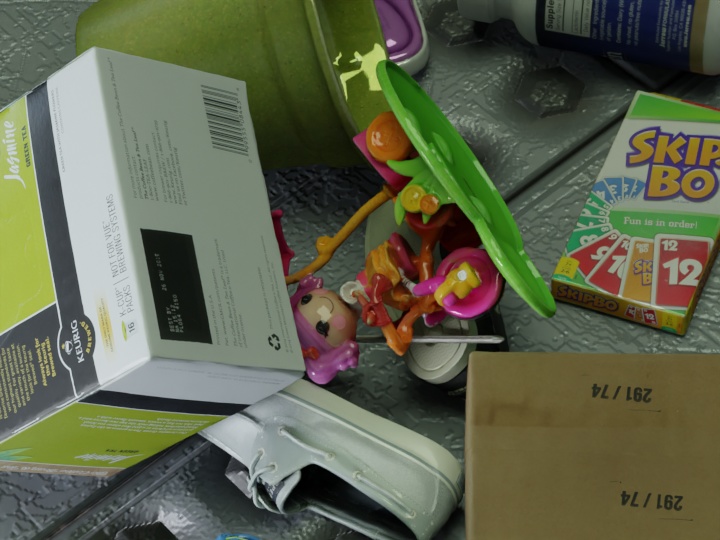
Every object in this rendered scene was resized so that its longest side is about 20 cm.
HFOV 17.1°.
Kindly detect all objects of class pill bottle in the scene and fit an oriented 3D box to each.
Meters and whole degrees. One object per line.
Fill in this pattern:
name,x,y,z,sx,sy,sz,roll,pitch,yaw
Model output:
pill bottle,0.175,-0.213,1.724,0.199,0.116,0.116,12,53,14

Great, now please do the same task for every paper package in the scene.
paper package,0.163,0.147,1.444,0.198,0.104,0.191,-1,50,5

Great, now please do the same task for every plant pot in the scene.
plant pot,-0.090,-0.143,1.654,0.183,0.201,0.201,-15,49,14

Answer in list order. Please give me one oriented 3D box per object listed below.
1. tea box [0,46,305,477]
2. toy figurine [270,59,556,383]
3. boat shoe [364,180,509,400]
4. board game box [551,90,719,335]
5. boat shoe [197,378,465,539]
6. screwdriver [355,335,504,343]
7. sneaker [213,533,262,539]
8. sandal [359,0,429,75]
tea box,-0.160,0.001,1.477,0.196,0.133,0.201,-27,66,37
toy figurine,0.000,0.000,1.511,0.184,0.150,0.201,-37,65,11
boat shoe,0.052,0.007,1.600,0.072,0.067,0.201,-42,42,25
board game box,0.209,-0.049,1.649,0.095,0.030,0.201,16,52,16
boat shoe,-0.035,0.119,1.504,0.200,0.070,0.072,20,52,16
screwdriver,0.007,0.040,1.545,0.199,0.028,0.029,-7,73,32
sneaker,-0.039,0.201,1.415,0.199,0.105,0.076,-10,51,-3
sandal,0.001,-0.223,1.789,0.082,0.050,0.203,-21,52,-13
